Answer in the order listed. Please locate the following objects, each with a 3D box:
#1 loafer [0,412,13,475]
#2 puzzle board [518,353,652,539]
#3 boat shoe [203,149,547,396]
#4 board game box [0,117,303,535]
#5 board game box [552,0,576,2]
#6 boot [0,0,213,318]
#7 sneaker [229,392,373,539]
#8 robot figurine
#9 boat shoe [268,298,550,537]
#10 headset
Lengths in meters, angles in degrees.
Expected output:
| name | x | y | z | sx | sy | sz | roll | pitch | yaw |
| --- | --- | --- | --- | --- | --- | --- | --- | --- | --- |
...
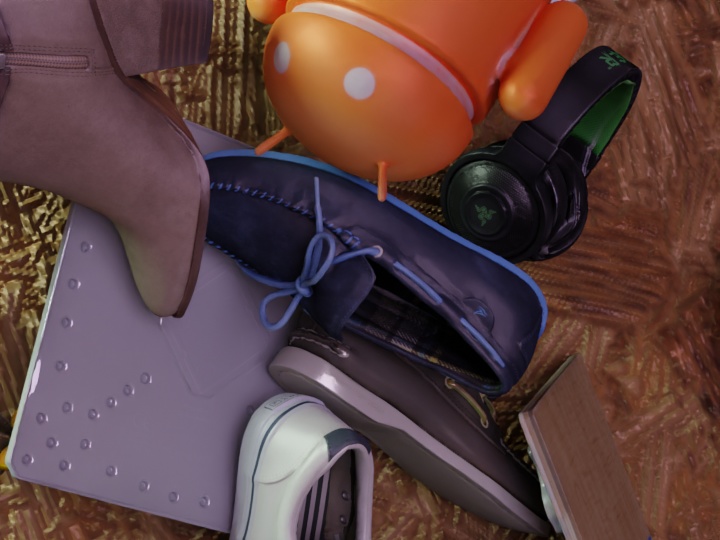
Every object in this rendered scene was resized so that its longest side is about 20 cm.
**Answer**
| name | x | y | z | sx | sy | sz | roll | pitch | yaw |
| --- | --- | --- | --- | --- | --- | --- | --- | --- | --- |
| loafer | -0.231 | 0.017 | 1.019 | 0.067 | 0.076 | 0.200 | -36 | 98 | 1 |
| puzzle board | 0.138 | 0.155 | 1.129 | 0.017 | 0.151 | 0.200 | -20 | 93 | 18 |
| boat shoe | 0.000 | 0.000 | 1.026 | 0.200 | 0.084 | 0.069 | 20 | 51 | -1 |
| board game box | -0.083 | 0.032 | 1.074 | 0.200 | 0.026 | 0.200 | 21 | 77 | -37 |
| board game box | 0.069 | -0.181 | 1.140 | 0.200 | 0.103 | 0.105 | -40 | 98 | -18 |
| boot | -0.146 | -0.063 | 0.961 | 0.146 | 0.070 | 0.200 | -7 | 115 | -26 |
| sneaker | -0.034 | 0.167 | 1.060 | 0.073 | 0.071 | 0.201 | -9 | 111 | -32 |
| robot figurine | 0.029 | -0.128 | 1.003 | 0.144 | 0.117 | 0.200 | 33 | 76 | -13 |
| boat shoe | 0.040 | 0.080 | 1.112 | 0.202 | 0.072 | 0.060 | 37 | 69 | -28 |
| headset | 0.098 | -0.029 | 1.133 | 0.094 | 0.123 | 0.200 | 39 | 103 | 13 |
